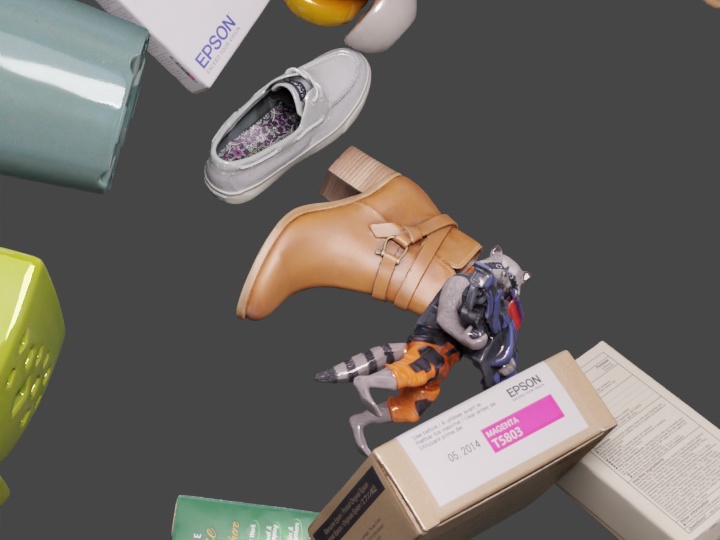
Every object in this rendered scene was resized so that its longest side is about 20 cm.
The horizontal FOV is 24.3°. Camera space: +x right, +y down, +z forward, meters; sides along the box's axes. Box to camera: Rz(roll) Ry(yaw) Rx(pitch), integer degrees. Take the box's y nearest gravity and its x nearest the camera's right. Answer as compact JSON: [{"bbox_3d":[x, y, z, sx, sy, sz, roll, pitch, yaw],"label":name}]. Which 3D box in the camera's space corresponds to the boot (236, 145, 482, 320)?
[{"bbox_3d":[0.000,0.000,1.446,0.154,0.074,0.200,37,70,8],"label":"boot"}]

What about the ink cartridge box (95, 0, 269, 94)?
[{"bbox_3d":[-0.164,-0.302,1.533,0.200,0.043,0.197,44,63,-26],"label":"ink cartridge box"}]

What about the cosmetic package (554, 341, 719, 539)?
[{"bbox_3d":[0.228,0.156,1.345,0.103,0.074,0.200,-32,45,-19],"label":"cosmetic package"}]

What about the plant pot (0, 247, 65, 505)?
[{"bbox_3d":[-0.353,0.083,1.311,0.196,0.200,0.184,11,71,0],"label":"plant pot"}]

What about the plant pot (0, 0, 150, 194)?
[{"bbox_3d":[-0.292,-0.162,1.441,0.194,0.201,0.202,16,64,-7],"label":"plant pot"}]

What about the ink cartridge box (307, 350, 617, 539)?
[{"bbox_3d":[0.076,0.159,1.282,0.199,0.165,0.076,-23,71,-31],"label":"ink cartridge box"}]

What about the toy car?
[{"bbox_3d":[0.009,-0.317,1.530,0.175,0.150,0.201,40,59,-6],"label":"toy car"}]

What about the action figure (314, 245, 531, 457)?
[{"bbox_3d":[0.062,0.047,1.367,0.193,0.201,0.104,-41,61,-19],"label":"action figure"}]

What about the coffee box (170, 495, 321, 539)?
[{"bbox_3d":[-0.058,0.253,1.333,0.197,0.044,0.124,6,65,-3],"label":"coffee box"}]

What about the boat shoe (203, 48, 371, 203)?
[{"bbox_3d":[-0.061,-0.141,1.505,0.070,0.072,0.201,40,66,15],"label":"boat shoe"}]
